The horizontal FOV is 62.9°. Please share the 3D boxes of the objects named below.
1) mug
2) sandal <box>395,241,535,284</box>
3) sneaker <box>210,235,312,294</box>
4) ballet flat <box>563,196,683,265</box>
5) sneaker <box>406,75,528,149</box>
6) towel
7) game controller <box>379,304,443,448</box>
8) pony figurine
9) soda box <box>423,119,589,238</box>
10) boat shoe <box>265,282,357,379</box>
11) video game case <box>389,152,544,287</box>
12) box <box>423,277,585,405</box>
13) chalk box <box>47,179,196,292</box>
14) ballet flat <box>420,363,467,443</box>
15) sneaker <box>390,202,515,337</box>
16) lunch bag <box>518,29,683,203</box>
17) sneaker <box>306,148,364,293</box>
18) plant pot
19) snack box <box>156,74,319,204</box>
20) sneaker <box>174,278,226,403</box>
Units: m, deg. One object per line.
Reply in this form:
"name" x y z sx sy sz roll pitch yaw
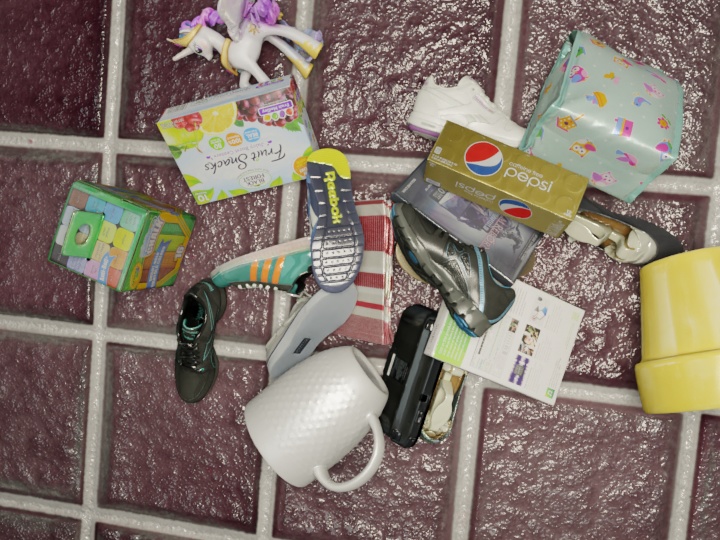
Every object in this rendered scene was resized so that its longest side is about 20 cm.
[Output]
"mug" -0.042 0.214 0.835 0.175 0.148 0.200 -39 52 5
"sandal" 0.142 -0.017 0.854 0.211 0.070 0.078 2 93 -14
"sneaker" -0.131 0.005 0.890 0.199 0.071 0.080 -16 93 13
"ballet flat" 0.343 -0.047 0.812 0.200 0.073 0.073 27 97 8
"sneaker" 0.170 -0.218 0.830 0.199 0.075 0.100 18 94 7
"towel" 0.000 0.000 0.851 0.023 0.144 0.201 -1 93 -35
"game controller" 0.072 0.151 0.859 0.042 0.104 0.201 15 96 -27
"pony figurine" -0.157 -0.346 0.848 0.200 0.167 0.193 30 108 -10
"soda box" 0.188 -0.120 0.776 0.200 0.064 0.068 25 74 7
"boat shoe" -0.082 0.068 0.878 0.202 0.074 0.086 -53 43 27
"video game case" 0.157 -0.082 0.821 0.200 0.019 0.143 37 53 6
"box" 0.201 0.084 0.814 0.200 0.036 0.145 24 82 -15
"chalk box" -0.350 -0.049 0.856 0.123 0.200 0.125 23 96 7
"ballet flat" 0.128 0.159 0.858 0.074 0.074 0.201 14 96 8
"sneaker" 0.115 -0.013 0.759 0.082 0.073 0.200 -36 84 -6
"lunch bag" 0.323 -0.215 0.774 0.170 0.122 0.200 25 60 2
"sneaker" -0.038 -0.064 0.823 0.074 0.082 0.201 -1 76 -9
"plant pot" 0.447 0.076 0.754 0.200 0.201 0.190 -11 75 9
"snack box" -0.171 -0.187 0.862 0.199 0.053 0.142 -12 129 10
"sneaker" -0.262 0.112 0.913 0.075 0.079 0.201 9 96 8
